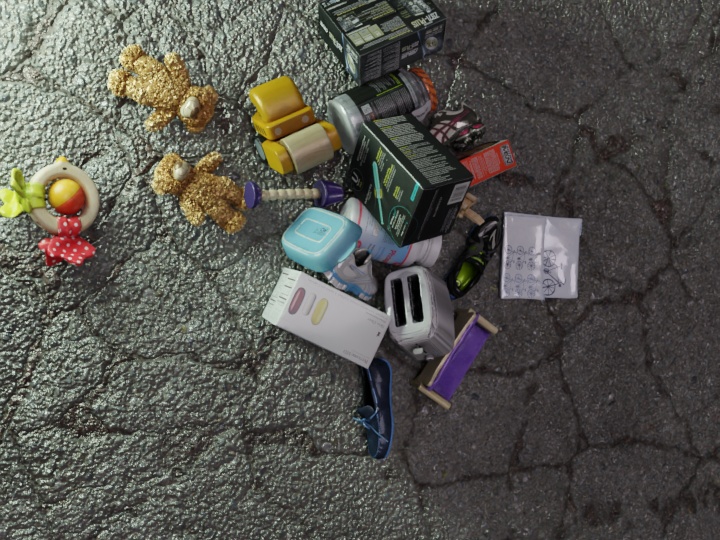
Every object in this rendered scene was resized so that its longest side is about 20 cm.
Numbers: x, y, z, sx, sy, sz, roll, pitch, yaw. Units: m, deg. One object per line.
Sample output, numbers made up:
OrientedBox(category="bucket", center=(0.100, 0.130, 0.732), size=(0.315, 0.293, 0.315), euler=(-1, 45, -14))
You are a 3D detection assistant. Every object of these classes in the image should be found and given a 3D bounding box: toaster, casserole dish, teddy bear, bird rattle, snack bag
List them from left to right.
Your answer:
OrientedBox(category="bird rattle", center=(-0.537, -0.111, 1.463), size=(0.200, 0.113, 0.163), euler=(45, 62, -15))
OrientedBox(category="teddy bear", center=(-0.366, -0.333, 1.518), size=(0.200, 0.067, 0.145), euler=(46, 80, -13))
OrientedBox(category="teddy bear", center=(-0.292, -0.152, 1.551), size=(0.200, 0.067, 0.145), euler=(47, 75, -13))
OrientedBox(category="casserole dish", center=(-0.080, -0.065, 1.548), size=(0.121, 0.200, 0.039), euler=(-50, 127, -12))
OrientedBox(category="toaster", center=(0.114, 0.074, 1.617), size=(0.113, 0.129, 0.201), euler=(-12, 69, 20))
OrientedBox(category="snack bag", center=(0.397, -0.027, 1.789), size=(0.199, 0.021, 0.189), euler=(4, 89, -17))

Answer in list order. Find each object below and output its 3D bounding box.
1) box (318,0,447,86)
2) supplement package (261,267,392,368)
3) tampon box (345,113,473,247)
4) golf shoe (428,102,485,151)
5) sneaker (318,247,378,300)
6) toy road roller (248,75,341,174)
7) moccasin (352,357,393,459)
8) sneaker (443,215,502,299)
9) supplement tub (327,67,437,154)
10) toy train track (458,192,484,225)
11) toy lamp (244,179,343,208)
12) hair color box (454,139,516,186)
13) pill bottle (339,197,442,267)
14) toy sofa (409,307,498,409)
OrientedBox(category="box", center=(0.042, -0.478, 1.605), size=(0.200, 0.086, 0.164), euler=(-28, 64, -16))
OrientedBox(category="supplement package", center=(-0.068, 0.089, 1.573), size=(0.199, 0.156, 0.111), euler=(26, 86, -16))
OrientedBox(category="tampon box", center=(0.088, -0.173, 1.552), size=(0.126, 0.150, 0.200), euler=(-16, 53, -33))
OrientedBox(category="golf shoe", center=(0.161, -0.277, 1.698), size=(0.199, 0.077, 0.088), euler=(-25, 78, -19))
OrientedBox(category="sneaker", center=(0.000, 0.000, 1.583), size=(0.087, 0.200, 0.075), euler=(-45, 68, 11))
OrientedBox(category="toy road roller", center=(-0.137, -0.276, 1.532), size=(0.123, 0.200, 0.146), euler=(-27, 120, -15))
OrientedBox(category="moccasin", center=(0.020, 0.278, 1.650), size=(0.068, 0.080, 0.201), euler=(5, 76, -31))
OrientedBox(category="sneaker", center=(0.244, -0.023, 1.709), size=(0.071, 0.083, 0.200), euler=(36, 80, -15))
OrientedBox(category="supplement tub", center=(0.044, -0.322, 1.625), size=(0.199, 0.123, 0.123), euler=(-27, 98, -14))
OrientedBox(category="toy train track", center=(0.187, -0.123, 1.662), size=(0.115, 0.033, 0.200), euler=(36, 41, 17))
OrientedBox(category="toy lamp", center=(-0.126, -0.149, 1.594), size=(0.199, 0.058, 0.058), euler=(-3, 91, -30))
OrientedBox(category="hair color box", center=(0.207, -0.204, 1.680), size=(0.199, 0.101, 0.061), euler=(-25, 103, -19))
OrientedBox(category="pill bottle", center=(0.056, -0.069, 1.638), size=(0.199, 0.109, 0.109), euler=(15, 86, -16))
OrientedBox(category="toy sofa", center=(0.198, 0.180, 1.689), size=(0.083, 0.098, 0.200), euler=(37, 80, -15))
